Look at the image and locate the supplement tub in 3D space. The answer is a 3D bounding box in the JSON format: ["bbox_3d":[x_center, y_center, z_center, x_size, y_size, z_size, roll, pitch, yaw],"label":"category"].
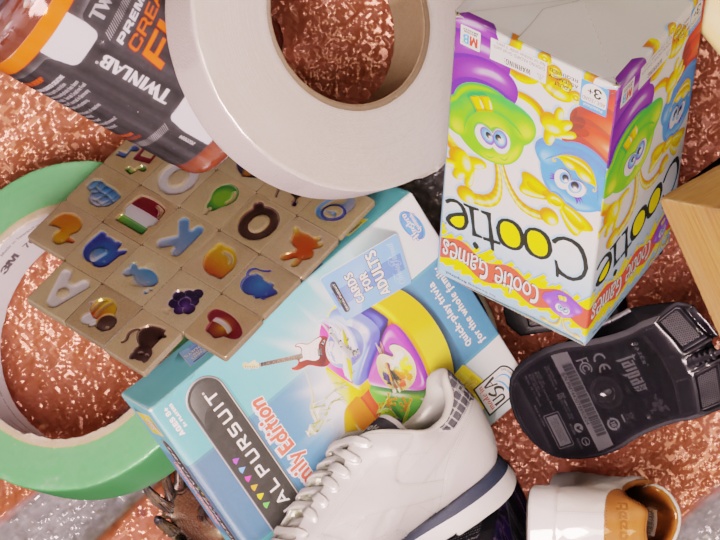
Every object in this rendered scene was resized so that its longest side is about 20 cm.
[{"bbox_3d":[-0.150,-0.142,1.487,0.199,0.107,0.107,28,103,-24],"label":"supplement tub"}]

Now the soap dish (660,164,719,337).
[{"bbox_3d":[0.272,0.016,1.404,0.157,0.081,0.201,-27,96,-15],"label":"soap dish"}]

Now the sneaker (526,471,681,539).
[{"bbox_3d":[0.148,0.156,1.536,0.084,0.200,0.073,-1,88,10],"label":"sneaker"}]

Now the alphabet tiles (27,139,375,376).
[{"bbox_3d":[-0.094,-0.028,1.521,0.166,0.006,0.200,29,63,32],"label":"alphabet tiles"}]

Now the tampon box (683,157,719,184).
[{"bbox_3d":[0.299,0.000,1.529,0.150,0.126,0.200,-38,95,11],"label":"tampon box"}]

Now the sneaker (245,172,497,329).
[{"bbox_3d":[0.000,0.000,1.580,0.200,0.085,0.075,40,102,-3],"label":"sneaker"}]

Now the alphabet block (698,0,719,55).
[{"bbox_3d":[0.247,-0.252,1.420,0.200,0.196,0.195,50,131,-6],"label":"alphabet block"}]

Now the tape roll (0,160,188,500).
[{"bbox_3d":[-0.168,0.037,1.580,0.199,0.048,0.202,-5,76,20],"label":"tape roll"}]

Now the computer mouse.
[{"bbox_3d":[0.190,0.077,1.510,0.200,0.046,0.141,-28,96,36],"label":"computer mouse"}]

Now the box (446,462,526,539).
[{"bbox_3d":[0.067,0.220,1.557,0.104,0.200,0.149,-24,98,9],"label":"box"}]

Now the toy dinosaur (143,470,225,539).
[{"bbox_3d":[-0.086,0.100,1.605,0.135,0.086,0.201,-17,101,6],"label":"toy dinosaur"}]

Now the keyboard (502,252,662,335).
[{"bbox_3d":[0.120,-0.062,1.580,0.103,0.040,0.201,-11,101,8],"label":"keyboard"}]

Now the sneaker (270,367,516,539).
[{"bbox_3d":[-0.007,0.137,1.480,0.200,0.076,0.081,-35,109,-25],"label":"sneaker"}]

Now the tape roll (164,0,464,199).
[{"bbox_3d":[-0.015,-0.140,1.484,0.202,0.037,0.204,5,80,-30],"label":"tape roll"}]

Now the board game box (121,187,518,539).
[{"bbox_3d":[-0.016,0.071,1.524,0.200,0.047,0.151,-40,114,-15],"label":"board game box"}]

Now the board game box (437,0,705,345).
[{"bbox_3d":[0.115,-0.076,1.446,0.103,0.105,0.201,27,142,21],"label":"board game box"}]
